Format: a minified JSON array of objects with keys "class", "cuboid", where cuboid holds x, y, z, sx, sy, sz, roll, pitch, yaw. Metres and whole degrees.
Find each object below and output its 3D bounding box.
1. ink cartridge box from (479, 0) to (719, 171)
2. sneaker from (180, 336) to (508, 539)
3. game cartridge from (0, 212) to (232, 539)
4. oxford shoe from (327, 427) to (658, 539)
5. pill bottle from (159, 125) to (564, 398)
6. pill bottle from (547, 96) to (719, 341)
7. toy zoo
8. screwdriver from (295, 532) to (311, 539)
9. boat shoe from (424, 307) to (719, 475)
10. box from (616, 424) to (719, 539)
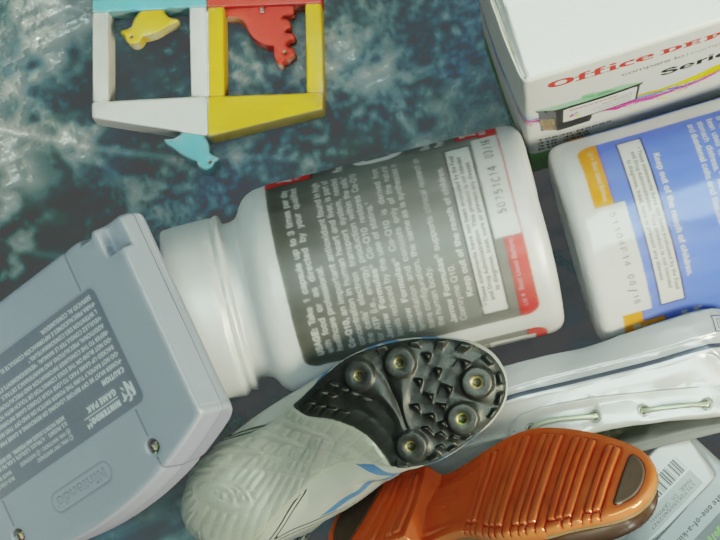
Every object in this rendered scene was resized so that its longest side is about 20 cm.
[{"class":"ink cartridge box","cuboid":[0.140,-0.130,1.413,0.145,0.200,0.084,-18,78,1]},{"class":"sneaker","cuboid":[-0.006,0.087,1.421,0.200,0.072,0.072,-28,86,26]},{"class":"game cartridge","cuboid":[-0.154,0.072,1.432,0.200,0.040,0.134,-34,73,37]},{"class":"oxford shoe","cuboid":[0.079,0.133,1.399,0.073,0.200,0.071,50,47,-27]},{"class":"pill bottle","cuboid":[0.000,0.000,1.445,0.200,0.114,0.114,-14,79,2]},{"class":"pill bottle","cuboid":[0.208,-0.039,1.437,0.200,0.112,0.112,-16,79,2]},{"class":"toy zoo","cuboid":[-0.085,-0.153,1.525,0.131,0.020,0.200,-2,80,4]},{"class":"screwdriver","cuboid":[-0.037,0.161,1.467,0.029,0.028,0.200,41,80,-20]},{"class":"boat shoe","cuboid":[0.109,0.081,1.423,0.200,0.074,0.067,-22,68,19]},{"class":"box","cuboid":[0.187,0.206,1.431,0.200,0.041,0.156,43,85,11]}]
